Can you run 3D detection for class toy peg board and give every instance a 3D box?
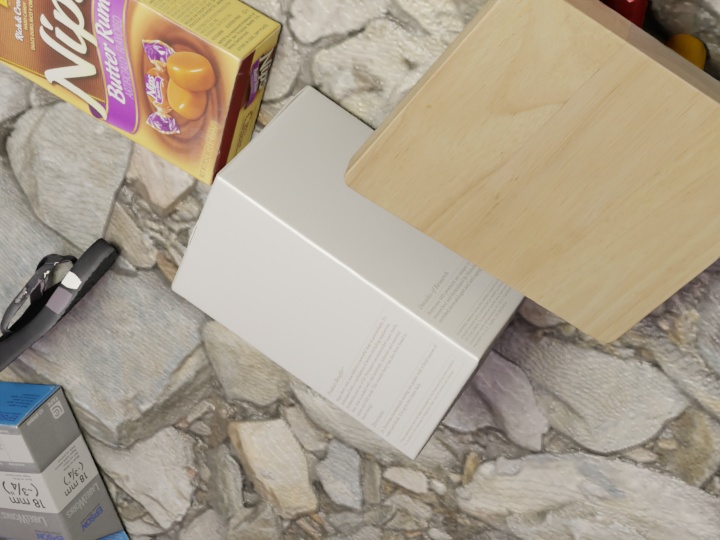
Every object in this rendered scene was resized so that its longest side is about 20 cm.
[{"bbox_3d":[0.130,-0.086,0.991,0.199,0.098,0.200,31,138,-13],"label":"toy peg board"}]

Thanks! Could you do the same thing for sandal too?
[{"bbox_3d":[-0.257,0.028,1.338,0.043,0.076,0.200,46,136,-8],"label":"sandal"}]

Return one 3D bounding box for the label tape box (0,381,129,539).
[{"bbox_3d":[-0.298,0.194,1.509,0.144,0.063,0.201,1,124,34],"label":"label tape box"}]

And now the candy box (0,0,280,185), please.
[{"bbox_3d":[-0.160,-0.157,1.142,0.200,0.056,0.117,31,136,12],"label":"candy box"}]

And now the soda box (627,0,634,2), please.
[{"bbox_3d":[0.112,-0.243,0.881,0.200,0.063,0.070,49,135,-9],"label":"soda box"}]

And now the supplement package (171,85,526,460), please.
[{"bbox_3d":[0.000,0.000,1.109,0.200,0.120,0.121,35,138,5],"label":"supplement package"}]
